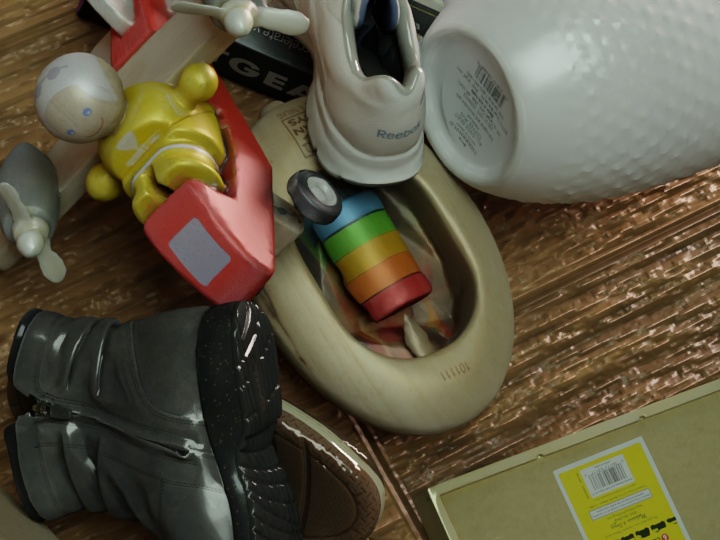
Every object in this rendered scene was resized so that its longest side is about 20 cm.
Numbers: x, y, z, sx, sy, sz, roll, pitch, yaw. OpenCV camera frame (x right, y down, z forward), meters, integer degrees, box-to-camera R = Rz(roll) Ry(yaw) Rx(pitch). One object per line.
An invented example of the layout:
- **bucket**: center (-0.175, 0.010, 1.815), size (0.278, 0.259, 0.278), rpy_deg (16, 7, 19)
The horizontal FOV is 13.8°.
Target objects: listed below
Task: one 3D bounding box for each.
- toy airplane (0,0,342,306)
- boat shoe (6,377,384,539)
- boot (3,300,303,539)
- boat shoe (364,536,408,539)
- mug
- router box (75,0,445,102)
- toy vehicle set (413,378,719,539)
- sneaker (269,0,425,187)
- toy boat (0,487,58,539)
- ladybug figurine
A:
- **toy airplane**: center (-0.109, -0.088, 1.489), size (0.141, 0.199, 0.200), rpy_deg (13, 87, -48)
- **boat shoe**: center (-0.074, 0.073, 1.500), size (0.202, 0.075, 0.075), rpy_deg (24, 26, 11)
- **boot**: center (-0.101, 0.114, 1.441), size (0.131, 0.070, 0.201), rpy_deg (-6, 85, 19)
- **boat shoe**: center (-0.044, 0.187, 1.487), size (0.200, 0.066, 0.074), rpy_deg (-13, 67, -17)
- **mug**: center (0.110, -0.131, 1.589), size (0.175, 0.148, 0.200), rpy_deg (-20, 74, -34)
- **router box**: center (-0.037, -0.172, 1.631), size (0.200, 0.051, 0.149), rpy_deg (23, 67, -6)
- **toy vehicle set**: center (0.142, 0.142, 1.578), size (0.200, 0.027, 0.124), rpy_deg (-18, 76, -21)
- **sneaker**: center (-0.007, -0.143, 1.545), size (0.074, 0.087, 0.200), rpy_deg (-14, 62, -24)
- **toy boat**: center (-0.229, 0.153, 1.434), size (0.200, 0.131, 0.131), rpy_deg (40, 95, 2)
- **ladybug figurine**: center (0.000, 0.000, 1.566), size (0.136, 0.072, 0.200), rpy_deg (-23, 78, -23)
